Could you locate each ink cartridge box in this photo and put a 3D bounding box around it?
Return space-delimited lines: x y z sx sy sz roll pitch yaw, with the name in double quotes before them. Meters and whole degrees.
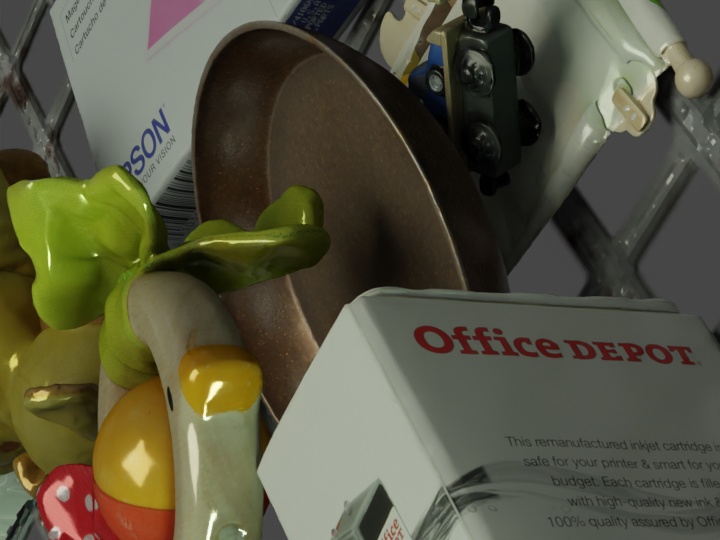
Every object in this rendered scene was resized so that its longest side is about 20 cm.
"ink cartridge box" -0.078 -0.145 1.040 0.196 0.043 0.200 -51 49 40
"ink cartridge box" 0.076 0.105 0.700 0.083 0.146 0.200 -61 41 34

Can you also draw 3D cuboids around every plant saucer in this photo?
"plant saucer" 0.000 0.000 0.867 0.200 0.034 0.201 42 142 44

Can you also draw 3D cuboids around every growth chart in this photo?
"growth chart" 0.046 -0.058 0.873 0.200 0.018 0.145 -53 46 38

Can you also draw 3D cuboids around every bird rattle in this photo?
"bird rattle" -0.076 0.066 0.815 0.163 0.112 0.201 -133 53 -64

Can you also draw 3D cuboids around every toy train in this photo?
"toy train" 0.031 -0.119 0.795 0.046 0.034 0.201 16 124 37

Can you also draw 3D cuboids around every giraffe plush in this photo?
"giraffe plush" -0.142 0.036 0.999 0.162 0.172 0.201 6 110 36

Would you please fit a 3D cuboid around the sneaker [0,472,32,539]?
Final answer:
"sneaker" -0.214 0.099 1.197 0.200 0.076 0.081 -40 46 38
